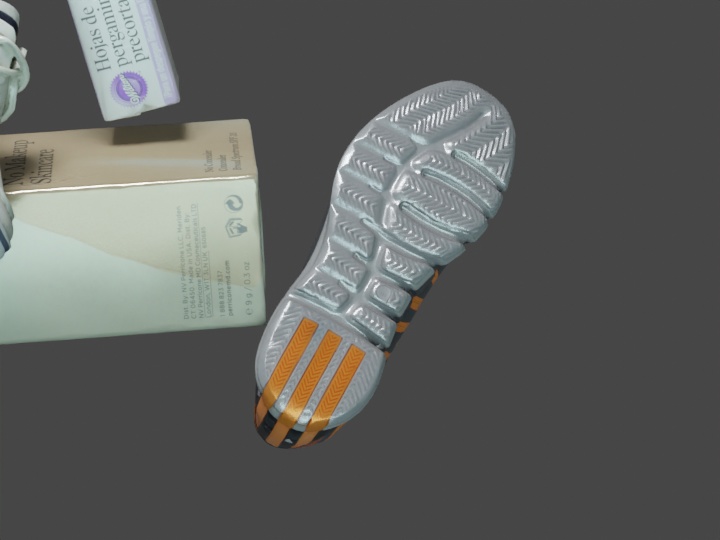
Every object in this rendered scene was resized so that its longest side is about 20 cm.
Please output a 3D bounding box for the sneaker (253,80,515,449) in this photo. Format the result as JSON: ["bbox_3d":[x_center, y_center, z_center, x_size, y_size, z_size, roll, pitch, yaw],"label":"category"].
[{"bbox_3d":[0.000,0.000,1.191,0.078,0.112,0.200,35,71,0],"label":"sneaker"}]

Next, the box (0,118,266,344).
[{"bbox_3d":[-0.147,-0.017,1.158,0.200,0.095,0.078,-4,111,-5],"label":"box"}]

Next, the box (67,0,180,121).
[{"bbox_3d":[-0.128,-0.169,1.126,0.039,0.041,0.200,-15,114,1],"label":"box"}]

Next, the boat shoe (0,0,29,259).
[{"bbox_3d":[-0.183,-0.097,1.092,0.070,0.200,0.071,-21,156,-10],"label":"boat shoe"}]
